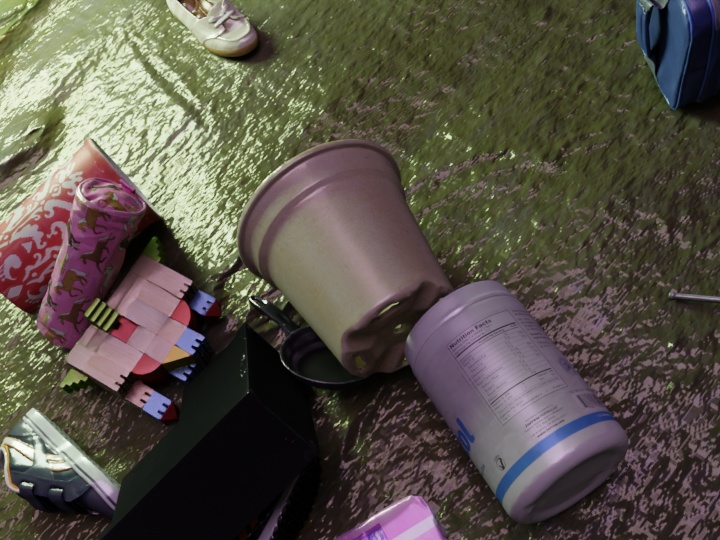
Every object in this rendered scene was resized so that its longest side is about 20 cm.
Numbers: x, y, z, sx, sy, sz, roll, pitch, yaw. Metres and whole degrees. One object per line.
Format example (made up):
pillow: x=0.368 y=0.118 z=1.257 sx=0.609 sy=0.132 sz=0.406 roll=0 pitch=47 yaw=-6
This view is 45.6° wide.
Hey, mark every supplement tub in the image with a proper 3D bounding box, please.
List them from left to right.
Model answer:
supplement tub: x=0.144 y=0.123 z=0.817 sx=0.132 sy=0.132 sz=0.200 roll=-32 pitch=56 yaw=-4

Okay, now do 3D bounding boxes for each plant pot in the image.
plant pot: x=0.000 y=0.000 z=0.887 sx=0.200 sy=0.201 sz=0.184 roll=-33 pitch=57 yaw=-5

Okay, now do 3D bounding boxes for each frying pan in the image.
frying pan: x=-0.064 y=0.084 z=0.931 sx=0.189 sy=0.031 sz=0.115 roll=12 pitch=30 yaw=19

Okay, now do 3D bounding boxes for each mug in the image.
mug: x=-0.369 y=-0.050 z=1.090 sx=0.200 sy=0.178 sz=0.134 roll=-42 pitch=95 yaw=-6

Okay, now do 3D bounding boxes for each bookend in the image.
bookend: x=-0.149 y=0.179 z=0.856 sx=0.200 sy=0.092 sz=0.199 roll=-45 pitch=16 yaw=4

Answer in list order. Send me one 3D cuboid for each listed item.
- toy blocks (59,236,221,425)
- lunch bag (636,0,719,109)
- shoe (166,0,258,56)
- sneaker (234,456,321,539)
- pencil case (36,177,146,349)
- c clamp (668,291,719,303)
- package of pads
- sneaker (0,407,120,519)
toy blocks: x=-0.233 y=0.079 z=0.983 sx=0.136 sy=0.100 sz=0.201 roll=26 pitch=70 yaw=15
lunch bag: x=0.376 y=-0.281 z=0.947 sx=0.132 sy=0.200 sz=0.136 roll=-21 pitch=62 yaw=6
shoe: x=-0.226 y=-0.374 z=1.258 sx=0.200 sy=0.053 sz=0.070 roll=37 pitch=76 yaw=30
sneaker: x=-0.115 y=0.254 z=0.849 sx=0.090 sy=0.070 sz=0.201 roll=19 pitch=69 yaw=22
pencil case: x=-0.312 y=-0.007 z=0.993 sx=0.201 sy=0.082 sz=0.087 roll=-65 pitch=31 yaw=24
c clamp: x=0.431 y=-0.042 z=0.893 sx=0.170 sy=0.027 sz=0.201 roll=13 pitch=65 yaw=22
package of pads: x=-0.008 y=0.285 z=0.771 sx=0.199 sy=0.121 sz=0.076 roll=-31 pitch=62 yaw=-4
sneaker: x=-0.320 y=0.228 z=0.920 sx=0.199 sy=0.079 sz=0.079 roll=24 pitch=64 yaw=38
